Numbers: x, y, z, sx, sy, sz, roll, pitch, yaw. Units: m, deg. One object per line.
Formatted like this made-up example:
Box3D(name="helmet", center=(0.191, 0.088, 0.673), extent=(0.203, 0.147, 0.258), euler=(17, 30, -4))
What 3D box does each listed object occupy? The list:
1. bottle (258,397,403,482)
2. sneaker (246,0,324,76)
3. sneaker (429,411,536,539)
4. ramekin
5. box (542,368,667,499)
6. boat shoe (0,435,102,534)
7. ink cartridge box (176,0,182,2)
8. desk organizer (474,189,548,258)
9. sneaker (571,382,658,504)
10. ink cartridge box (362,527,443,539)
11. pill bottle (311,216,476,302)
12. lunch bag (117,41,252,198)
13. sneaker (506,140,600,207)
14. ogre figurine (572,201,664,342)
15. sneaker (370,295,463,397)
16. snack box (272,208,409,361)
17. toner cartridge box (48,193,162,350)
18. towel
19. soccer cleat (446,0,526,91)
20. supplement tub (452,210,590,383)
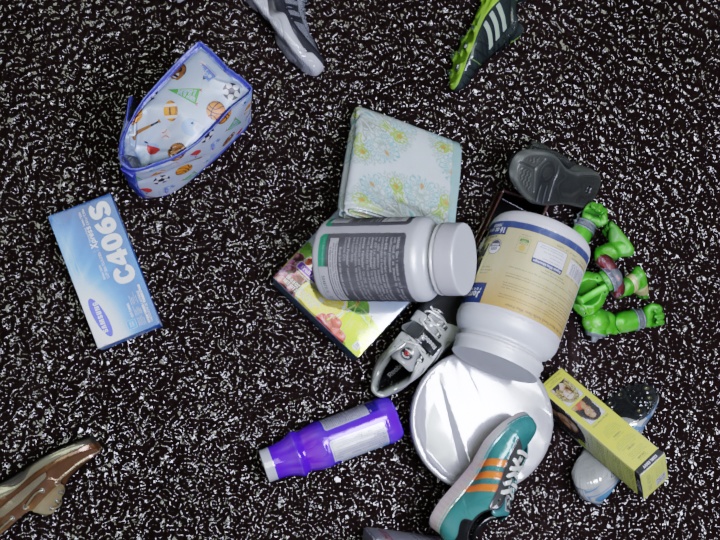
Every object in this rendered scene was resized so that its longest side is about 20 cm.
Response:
Box3D(name="bottle", center=(-0.042, 0.239, 1.579), extent=(0.199, 0.084, 0.066), euler=(-20, 92, -9))
Box3D(name="sneaker", center=(-0.090, -0.390, 1.660), extent=(0.114, 0.075, 0.200), euler=(-36, 85, -7))
Box3D(name="sneaker", center=(0.181, 0.284, 1.497), extent=(0.080, 0.071, 0.200), euler=(36, 87, 34))
Box3D(name="ramekin", center=(0.163, 0.212, 1.600), extent=(0.201, 0.094, 0.204), euler=(1, 83, -7))
Box3D(name="box", center=(0.337, 0.226, 1.576), extent=(0.050, 0.075, 0.200), euler=(-39, 50, -13))
Box3D(name="boat shoe", center=(-0.438, 0.297, 1.538), extent=(0.199, 0.076, 0.074), euler=(-31, 92, -1))
Box3D(name="ink cartridge box", center=(-0.202, -0.488, 1.625), extent=(0.199, 0.148, 0.086), euler=(-31, 87, -8))
Box3D(name="desk organizer", center=(0.196, -0.020, 1.643), extent=(0.071, 0.077, 0.201), euler=(27, 80, -2))
Box3D(name="sneaker", center=(0.371, 0.249, 1.641), extent=(0.072, 0.073, 0.200), euler=(22, 65, 37))
Box3D(name="ink cartridge box", center=(0.103, 0.411, 1.541), extent=(0.199, 0.145, 0.085), euler=(9, 83, -5))
Box3D(name="pill bottle", center=(0.045, -0.015, 1.499), extent=(0.199, 0.113, 0.114), euler=(0, 81, 26))
Box3D(name="lunch bag", center=(-0.255, -0.196, 1.569), extent=(0.124, 0.170, 0.200), euler=(41, 81, 3))
Box3D(name="sneaker", center=(0.251, -0.143, 1.628), extent=(0.114, 0.199, 0.077), euler=(29, 107, 39))
Box3D(name="ogre figurine", center=(0.349, 0.013, 1.643), extent=(0.120, 0.098, 0.201), euler=(-30, 114, -13))
Box3D(name="sneaker", center=(0.084, 0.103, 1.569), extent=(0.074, 0.089, 0.200), euler=(37, 106, 3))
Box3D(name="snack box", center=(0.000, 0.000, 1.624), extent=(0.169, 0.068, 0.200), euler=(42, 78, 2))
Box3D(name="toner cartridge box", center=(-0.360, 0.002, 1.595), extent=(0.095, 0.043, 0.201), euler=(-22, 86, -8))
Box3D(name="towel", center=(0.059, -0.131, 1.611), extent=(0.171, 0.048, 0.201), euler=(20, 53, -18))
Box3D(name="soccer cleat", center=(0.196, -0.351, 1.696), extent=(0.081, 0.067, 0.201), euler=(28, 80, -15))
Box3D(name="supplement tub", center=(0.213, 0.037, 1.518), extent=(0.144, 0.144, 0.201), euler=(23, 75, -3))
